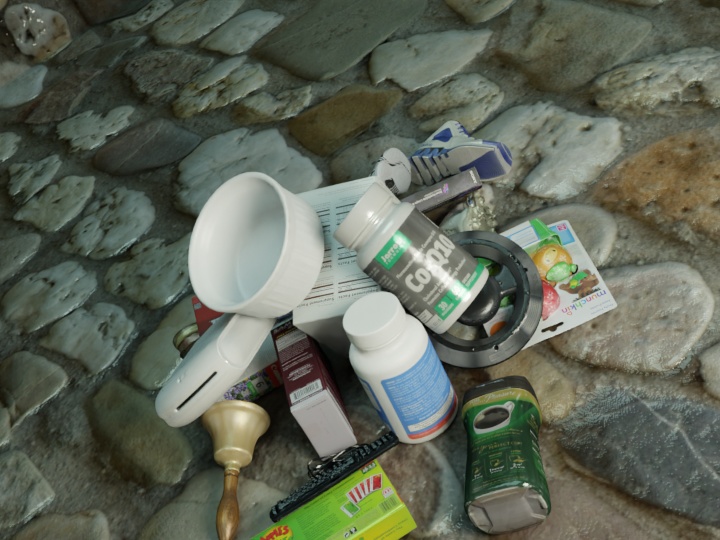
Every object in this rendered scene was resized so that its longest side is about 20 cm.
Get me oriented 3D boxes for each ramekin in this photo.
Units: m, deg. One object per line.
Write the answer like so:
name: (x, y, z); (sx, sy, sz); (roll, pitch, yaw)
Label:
ramekin: (-0.144, -0.029, 1.631); (0.199, 0.097, 0.203); (-15, 66, 36)

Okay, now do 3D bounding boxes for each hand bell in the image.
hand bell: (-0.184, 0.296, 1.626); (0.103, 0.104, 0.202); (-15, 48, 17)

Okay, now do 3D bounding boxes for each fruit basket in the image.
fruit basket: (0.250, 0.019, 1.665); (0.183, 0.094, 0.201); (-24, 38, 5)

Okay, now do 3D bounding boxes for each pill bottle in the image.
pill bottle: (0.051, 0.130, 1.559); (0.111, 0.201, 0.113); (-17, 36, 13)
pill bottle: (0.065, -0.019, 1.546); (0.113, 0.199, 0.113); (-51, 1, 1)

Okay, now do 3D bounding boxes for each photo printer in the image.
photo printer: (-0.213, 0.134, 1.676); (0.166, 0.069, 0.200); (-42, 9, 26)

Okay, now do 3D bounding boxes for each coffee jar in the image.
coffee jar: (0.181, 0.226, 1.449); (0.103, 0.086, 0.201); (-18, 36, 18)

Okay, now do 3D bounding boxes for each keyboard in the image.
keyboard: (-0.042, 0.266, 1.547); (0.199, 0.040, 0.104); (-31, -2, -6)

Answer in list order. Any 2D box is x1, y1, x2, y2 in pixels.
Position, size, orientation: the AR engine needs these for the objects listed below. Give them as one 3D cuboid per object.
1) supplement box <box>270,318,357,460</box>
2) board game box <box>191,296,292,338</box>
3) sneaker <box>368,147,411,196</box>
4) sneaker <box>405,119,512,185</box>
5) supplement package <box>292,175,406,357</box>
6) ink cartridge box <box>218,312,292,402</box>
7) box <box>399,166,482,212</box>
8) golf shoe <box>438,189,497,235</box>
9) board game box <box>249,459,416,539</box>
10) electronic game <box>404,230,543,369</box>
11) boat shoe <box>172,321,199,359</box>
supplement box: (-0.071, 0.167, 1.675); (0.060, 0.109, 0.201); (-26, 34, 3)
board game box: (-0.172, 0.050, 1.863); (0.198, 0.020, 0.103); (-20, 45, -2)
sneaker: (0.014, -0.125, 1.990); (0.114, 0.075, 0.201); (-23, 35, 42)
sneaker: (0.177, -0.220, 2.029); (0.197, 0.081, 0.116); (-2, 44, 35)
supplement package: (0.000, 0.000, 1.710); (0.145, 0.191, 0.203); (-11, 67, 21)
ink cartridge box: (-0.162, 0.146, 1.818); (0.198, 0.051, 0.109); (-29, 34, -4)
box: (0.131, -0.124, 1.884); (0.142, 0.036, 0.200); (-24, 1, 6)
golf shoe: (0.164, -0.060, 1.820); (0.097, 0.079, 0.200); (-30, 8, 14)
board game box: (-0.037, 0.341, 1.484); (0.199, 0.048, 0.102); (-31, 34, -6)
electronic game: (0.159, 0.040, 1.622); (0.197, 0.042, 0.203); (-4, 71, 11)
boat shoe: (-0.209, 0.101, 1.902); (0.198, 0.072, 0.068); (-26, 67, -11)
